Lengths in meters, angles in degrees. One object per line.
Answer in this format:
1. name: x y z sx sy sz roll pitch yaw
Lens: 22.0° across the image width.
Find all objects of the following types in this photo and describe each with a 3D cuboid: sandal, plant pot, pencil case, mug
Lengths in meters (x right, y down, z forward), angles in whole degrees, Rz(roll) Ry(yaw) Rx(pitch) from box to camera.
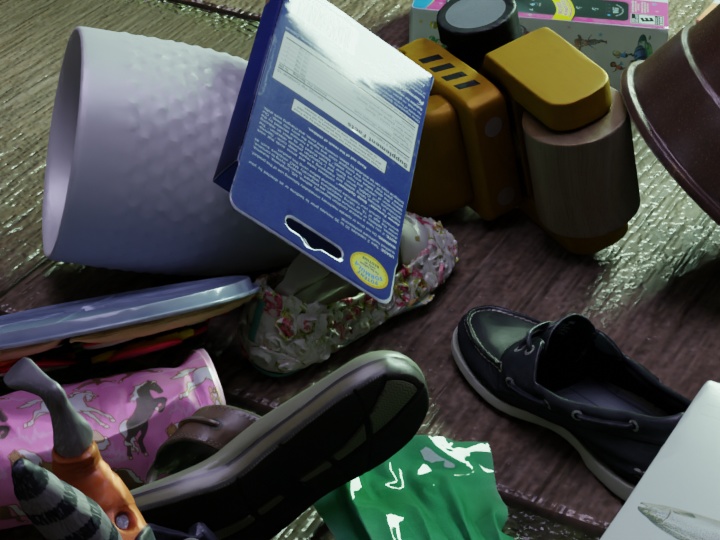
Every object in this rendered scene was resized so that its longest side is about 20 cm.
1. sandal: -0.058 0.095 0.940 0.200 0.080 0.058 -29 51 4
2. plant pot: 0.303 -0.126 1.169 0.200 0.198 0.201 32 29 -21
3. pencil case: -0.165 0.095 0.982 0.199 0.083 0.087 -9 48 -16
4. mug: -0.111 -0.071 1.206 0.174 0.149 0.200 7 3 -16

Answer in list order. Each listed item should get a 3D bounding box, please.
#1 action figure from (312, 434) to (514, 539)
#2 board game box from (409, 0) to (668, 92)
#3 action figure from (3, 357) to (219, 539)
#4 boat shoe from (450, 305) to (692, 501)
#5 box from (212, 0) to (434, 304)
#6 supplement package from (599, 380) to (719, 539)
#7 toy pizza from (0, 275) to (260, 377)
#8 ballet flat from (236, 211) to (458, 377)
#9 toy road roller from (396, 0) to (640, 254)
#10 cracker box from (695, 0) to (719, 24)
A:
1. action figure: 0.037 0.152 0.926 0.117 0.055 0.200 -5 29 -13
2. board game box: 0.144 -0.204 1.486 0.199 0.065 0.148 4 32 6
3. action figure: -0.113 0.164 0.807 0.104 0.193 0.201 -22 35 43
4. boat shoe: 0.123 0.059 1.065 0.074 0.066 0.199 -16 36 -25
5. box: -0.021 -0.076 1.121 0.121 0.032 0.201 33 43 -22
6. supplement package: 0.173 0.162 0.858 0.116 0.118 0.200 18 36 23
7. toy pizza: -0.154 0.036 1.062 0.199 0.032 0.200 -10 4 1
8. ballet flat: 0.000 0.000 1.156 0.075 0.064 0.200 24 38 27
9. toy road roller: 0.081 -0.085 1.250 0.145 0.123 0.200 -28 40 -16
10. cracker box: 0.361 -0.196 1.487 0.133 0.058 0.200 19 37 24
